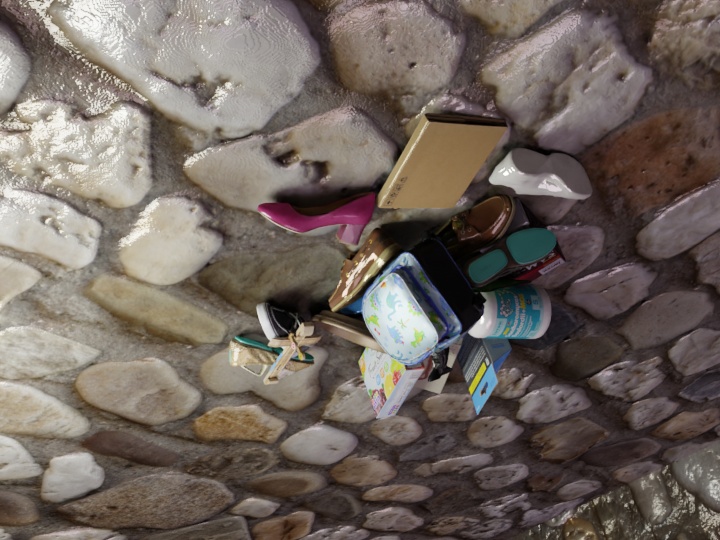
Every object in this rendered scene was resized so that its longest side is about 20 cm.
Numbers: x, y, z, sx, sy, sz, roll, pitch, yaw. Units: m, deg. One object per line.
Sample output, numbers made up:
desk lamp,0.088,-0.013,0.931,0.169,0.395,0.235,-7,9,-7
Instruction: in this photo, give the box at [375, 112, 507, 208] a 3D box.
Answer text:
box,0.133,-0.175,1.460,0.160,0.022,0.201,-2,143,-31

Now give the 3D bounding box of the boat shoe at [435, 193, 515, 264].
boat shoe,0.195,-0.071,1.603,0.067,0.073,0.200,14,136,-39

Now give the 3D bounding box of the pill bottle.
pill bottle,0.278,0.081,1.781,0.196,0.112,0.111,2,143,-24

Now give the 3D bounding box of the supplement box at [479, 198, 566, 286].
supplement box,0.305,-0.050,1.693,0.108,0.062,0.199,-32,145,21

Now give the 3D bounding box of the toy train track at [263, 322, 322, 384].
toy train track,-0.138,0.172,1.714,0.113,0.033,0.201,-2,143,-35

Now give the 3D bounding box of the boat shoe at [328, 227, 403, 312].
boat shoe,0.000,0.000,1.628,0.072,0.068,0.200,-23,159,-52

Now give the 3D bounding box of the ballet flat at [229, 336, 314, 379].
ballet flat,-0.185,0.185,1.800,0.197,0.070,0.067,18,95,-32

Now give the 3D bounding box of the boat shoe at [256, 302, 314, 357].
boat shoe,-0.139,0.110,1.714,0.067,0.073,0.201,-22,147,8

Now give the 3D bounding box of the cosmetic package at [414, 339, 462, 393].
cosmetic package,0.161,0.162,1.878,0.085,0.105,0.202,15,141,2

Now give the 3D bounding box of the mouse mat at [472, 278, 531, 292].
mouse mat,0.214,0.027,1.681,0.159,0.008,0.198,2,-172,40

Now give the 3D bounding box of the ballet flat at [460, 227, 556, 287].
ballet flat,0.259,-0.025,1.590,0.197,0.069,0.068,-21,174,-18

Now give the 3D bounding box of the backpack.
backpack,0.091,0.070,1.552,0.146,0.184,0.200,-30,169,-41

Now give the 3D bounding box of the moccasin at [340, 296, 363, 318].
moccasin,0.054,0.042,1.695,0.197,0.082,0.068,-27,144,17

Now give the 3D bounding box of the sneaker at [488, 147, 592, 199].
sneaker,0.314,-0.160,1.545,0.196,0.077,0.088,12,150,-28

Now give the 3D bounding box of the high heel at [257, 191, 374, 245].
high heel,-0.072,-0.110,1.464,0.197,0.067,0.098,12,108,-31

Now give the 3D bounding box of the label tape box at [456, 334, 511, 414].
label tape box,0.262,0.180,1.874,0.062,0.203,0.145,-7,146,-18

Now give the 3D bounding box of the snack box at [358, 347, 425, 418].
snack box,0.063,0.199,1.868,0.052,0.144,0.201,-2,143,-23

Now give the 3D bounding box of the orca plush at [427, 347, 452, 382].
orca plush,0.128,0.120,1.733,0.103,0.205,0.071,-5,-173,4

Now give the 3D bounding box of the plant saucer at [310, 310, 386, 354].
plant saucer,-0.004,0.123,1.739,0.196,0.030,0.200,21,170,4
